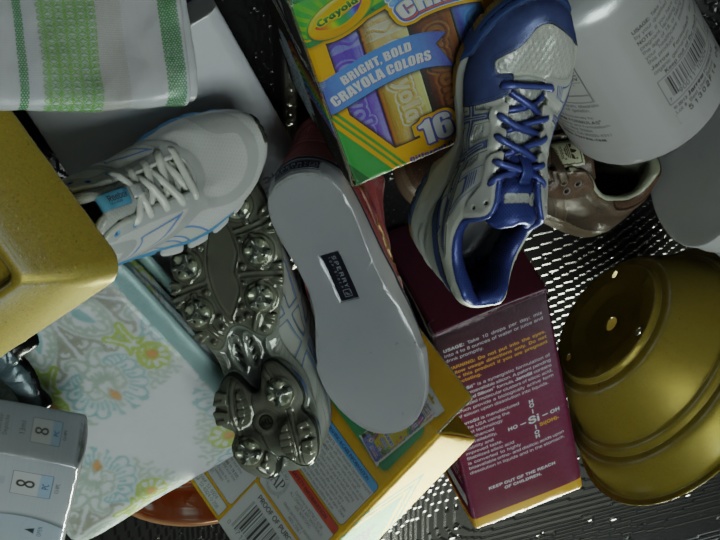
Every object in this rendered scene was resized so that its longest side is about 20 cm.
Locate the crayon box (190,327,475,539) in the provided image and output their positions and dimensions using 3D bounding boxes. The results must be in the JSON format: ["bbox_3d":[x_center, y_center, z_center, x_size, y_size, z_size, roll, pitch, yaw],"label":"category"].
[{"bbox_3d":[-0.013,0.111,1.734,0.200,0.126,0.052,-47,151,18],"label":"crayon box"}]

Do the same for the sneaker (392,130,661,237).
[{"bbox_3d":[0.110,-0.071,1.711,0.200,0.071,0.076,6,149,-41],"label":"sneaker"}]

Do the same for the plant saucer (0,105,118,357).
[{"bbox_3d":[-0.270,-0.025,1.484,0.200,0.048,0.200,-33,97,27],"label":"plant saucer"}]

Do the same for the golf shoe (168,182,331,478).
[{"bbox_3d":[-0.065,0.029,1.670,0.078,0.097,0.200,-9,97,20],"label":"golf shoe"}]

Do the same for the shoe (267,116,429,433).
[{"bbox_3d":[0.000,0.000,1.655,0.071,0.091,0.200,-12,118,18],"label":"shoe"}]

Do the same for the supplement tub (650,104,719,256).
[{"bbox_3d":[0.310,-0.069,1.759,0.200,0.145,0.145,5,126,-27],"label":"supplement tub"}]

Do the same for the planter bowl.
[{"bbox_3d":[0.195,0.053,1.784,0.083,0.200,0.200,34,110,-30],"label":"planter bowl"}]

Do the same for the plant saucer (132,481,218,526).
[{"bbox_3d":[-0.098,0.093,1.794,0.200,0.032,0.201,-13,132,-15],"label":"plant saucer"}]

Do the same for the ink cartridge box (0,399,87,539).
[{"bbox_3d":[-0.283,0.135,1.670,0.200,0.047,0.160,10,142,-8],"label":"ink cartridge box"}]

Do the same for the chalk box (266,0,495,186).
[{"bbox_3d":[0.008,-0.176,1.546,0.124,0.125,0.200,-23,135,-5],"label":"chalk box"}]

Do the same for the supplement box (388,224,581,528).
[{"bbox_3d":[0.083,0.064,1.795,0.086,0.110,0.200,-21,134,-7],"label":"supplement box"}]

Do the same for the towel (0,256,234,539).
[{"bbox_3d":[-0.173,0.073,1.698,0.171,0.048,0.200,-29,122,18],"label":"towel"}]

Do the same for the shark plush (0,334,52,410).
[{"bbox_3d":[-0.266,0.015,1.616,0.083,0.091,0.200,-33,130,29],"label":"shark plush"}]

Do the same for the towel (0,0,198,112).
[{"bbox_3d":[-0.189,-0.162,1.458,0.200,0.149,0.031,-3,168,-30],"label":"towel"}]

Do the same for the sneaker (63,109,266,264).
[{"bbox_3d":[-0.139,-0.037,1.555,0.200,0.075,0.087,-31,179,-15],"label":"sneaker"}]

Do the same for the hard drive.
[{"bbox_3d":[-0.112,-0.071,1.651,0.132,0.025,0.200,-29,134,1],"label":"hard drive"}]

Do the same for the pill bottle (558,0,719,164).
[{"bbox_3d":[0.142,-0.168,1.620,0.114,0.114,0.200,-33,134,5],"label":"pill bottle"}]

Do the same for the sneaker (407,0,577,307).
[{"bbox_3d":[0.091,-0.069,1.531,0.075,0.088,0.200,0,127,-22],"label":"sneaker"}]
